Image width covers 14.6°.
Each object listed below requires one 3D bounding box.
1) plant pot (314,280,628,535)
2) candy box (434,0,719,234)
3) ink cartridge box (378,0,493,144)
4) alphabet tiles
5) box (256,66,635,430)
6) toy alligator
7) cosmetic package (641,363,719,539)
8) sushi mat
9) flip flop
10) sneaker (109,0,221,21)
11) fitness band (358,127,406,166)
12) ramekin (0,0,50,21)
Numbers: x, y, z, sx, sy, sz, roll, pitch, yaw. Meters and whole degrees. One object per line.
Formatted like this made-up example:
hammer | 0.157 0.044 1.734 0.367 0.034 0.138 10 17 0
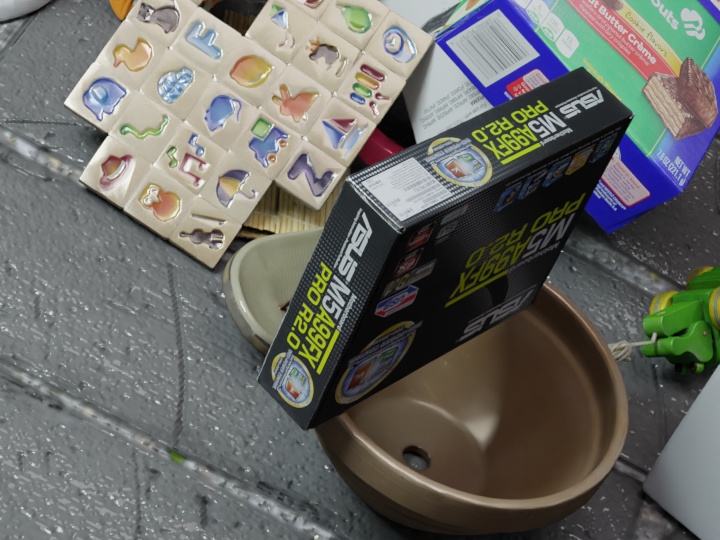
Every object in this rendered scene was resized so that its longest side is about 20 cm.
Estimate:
plant pot | 0.046 0.082 1.621 0.200 0.093 0.201 13 45 -14
candy box | 0.160 -0.154 1.741 0.169 0.077 0.200 46 47 -14
ink cartridge box | 0.094 -0.159 1.801 0.144 0.084 0.201 -2 70 -40
alphabet tiles | -0.076 -0.108 1.726 0.167 0.008 0.200 33 77 2
box | 0.047 -0.013 1.530 0.044 0.161 0.200 44 44 21
toy alligator | 0.213 0.040 1.778 0.200 0.059 0.055 -31 107 -43
cosmetic package | 0.311 0.087 1.691 0.166 0.168 0.200 40 43 13
sushi mat | -0.050 -0.088 1.799 0.095 0.012 0.201 16 44 -13
flip flop | 0.000 0.000 1.697 0.199 0.058 0.081 -11 67 -38
sneaker | -0.064 -0.213 1.810 0.199 0.076 0.092 -8 25 24
fitness band | 0.031 -0.129 1.852 0.143 0.037 0.201 7 47 -35
ramekin | -0.265 -0.261 1.800 0.199 0.098 0.201 14 44 -14
